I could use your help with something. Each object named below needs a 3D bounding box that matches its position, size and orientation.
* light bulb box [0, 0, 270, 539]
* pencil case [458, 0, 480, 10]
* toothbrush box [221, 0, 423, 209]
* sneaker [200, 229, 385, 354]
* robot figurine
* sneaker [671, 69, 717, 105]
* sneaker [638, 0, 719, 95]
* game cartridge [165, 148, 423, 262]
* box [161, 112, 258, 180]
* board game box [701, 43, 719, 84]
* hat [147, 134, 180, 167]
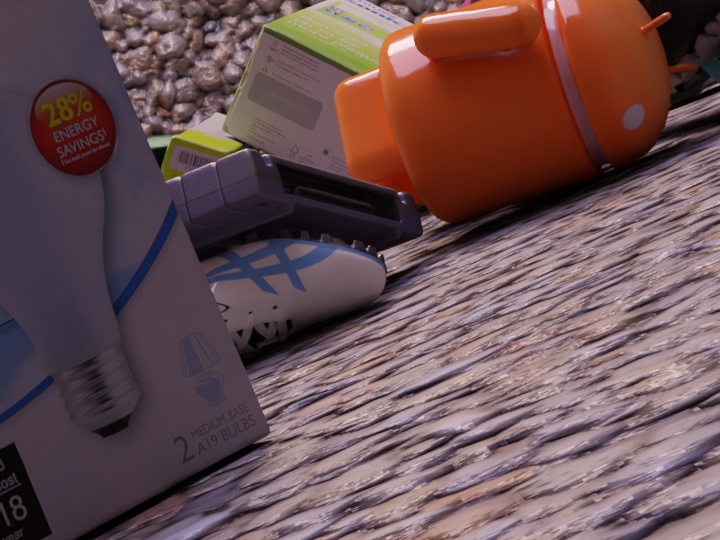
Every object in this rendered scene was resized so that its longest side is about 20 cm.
[{"bbox_3d":[-0.172,0.015,0.954,0.198,0.201,0.124,-27,6,-37],"label":"light bulb box"},{"bbox_3d":[0.083,-0.135,1.560,0.201,0.090,0.094,-57,1,-13],"label":"pencil case"},{"bbox_3d":[0.009,-0.121,1.807,0.087,0.145,0.200,-66,-11,17],"label":"toothbrush box"},{"bbox_3d":[-0.082,0.029,1.272,0.198,0.073,0.072,-12,-24,-3],"label":"sneaker"},{"bbox_3d":[0.087,-0.098,1.424,0.199,0.145,0.117,-18,24,13],"label":"robot figurine"},{"bbox_3d":[0.239,-0.155,1.698,0.199,0.076,0.076,-6,7,38],"label":"sneaker"},{"bbox_3d":[0.179,-0.162,1.462,0.067,0.090,0.200,-59,9,-28],"label":"sneaker"},{"bbox_3d":[-0.063,-0.017,1.337,0.129,0.039,0.200,-25,-15,22],"label":"game cartridge"},{"bbox_3d":[-0.113,-0.042,1.786,0.047,0.123,0.200,17,10,3],"label":"box"},{"bbox_3d":[0.278,-0.178,1.476,0.151,0.047,0.200,-50,8,-6],"label":"board game box"},{"bbox_3d":[-0.153,0.001,2.106,0.165,0.177,0.200,-22,42,-5],"label":"hat"}]
